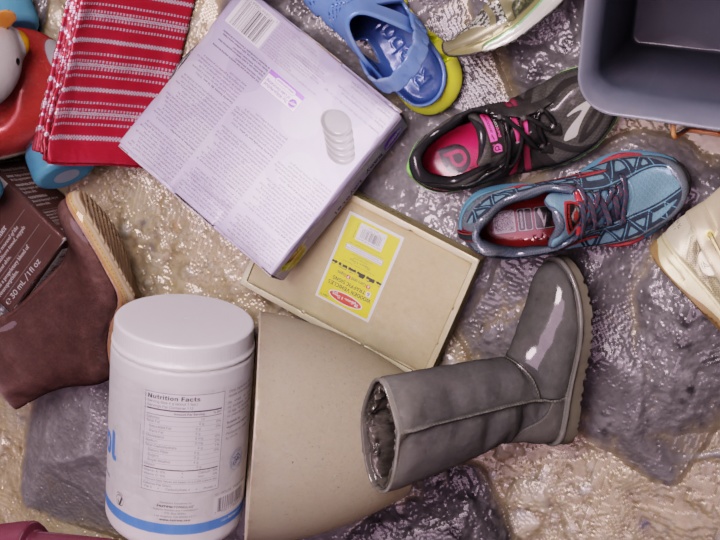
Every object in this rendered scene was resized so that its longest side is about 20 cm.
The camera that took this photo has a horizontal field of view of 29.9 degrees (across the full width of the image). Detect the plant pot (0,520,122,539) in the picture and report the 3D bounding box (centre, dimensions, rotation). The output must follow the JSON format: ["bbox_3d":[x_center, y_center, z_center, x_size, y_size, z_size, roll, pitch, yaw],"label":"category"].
[{"bbox_3d":[-0.266,0.334,1.277,0.177,0.200,0.203,-5,96,2],"label":"plant pot"}]

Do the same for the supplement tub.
[{"bbox_3d":[-0.165,0.137,1.224,0.130,0.132,0.202,11,109,16],"label":"supplement tub"}]

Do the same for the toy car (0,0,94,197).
[{"bbox_3d":[-0.326,-0.179,1.178,0.175,0.200,0.186,-19,77,-22],"label":"toy car"}]

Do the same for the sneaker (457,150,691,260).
[{"bbox_3d":[0.179,-0.043,1.116,0.198,0.096,0.080,-15,99,10],"label":"sneaker"}]

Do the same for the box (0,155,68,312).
[{"bbox_3d":[-0.361,-0.065,1.302,0.200,0.075,0.100,43,108,9],"label":"box"}]

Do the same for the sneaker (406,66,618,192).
[{"bbox_3d":[0.129,-0.112,1.135,0.198,0.084,0.077,-24,91,19],"label":"sneaker"}]

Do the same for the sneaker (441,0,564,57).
[{"bbox_3d":[0.138,-0.254,1.113,0.199,0.077,0.089,-37,97,11],"label":"sneaker"}]

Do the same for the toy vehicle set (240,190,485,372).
[{"bbox_3d":[0.000,0.000,1.221,0.199,0.026,0.125,28,105,12],"label":"toy vehicle set"}]

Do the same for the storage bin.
[{"bbox_3d":[0.281,-0.181,1.047,0.198,0.134,0.147,10,116,17],"label":"storage bin"}]

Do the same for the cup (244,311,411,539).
[{"bbox_3d":[-0.026,0.141,1.180,0.141,0.200,0.203,4,100,-6],"label":"cup"}]

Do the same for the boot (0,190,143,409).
[{"bbox_3d":[-0.287,0.034,1.244,0.165,0.073,0.201,-19,125,0],"label":"boot"}]

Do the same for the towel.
[{"bbox_3d":[-0.212,-0.189,1.202,0.022,0.144,0.202,24,105,35],"label":"towel"}]

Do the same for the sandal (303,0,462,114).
[{"bbox_3d":[0.007,-0.219,1.158,0.200,0.087,0.080,46,110,8],"label":"sandal"}]

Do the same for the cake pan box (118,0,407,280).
[{"bbox_3d":[-0.089,-0.123,1.195,0.199,0.052,0.185,39,90,11],"label":"cake pan box"}]

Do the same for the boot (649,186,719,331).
[{"bbox_3d":[0.354,-0.002,1.085,0.200,0.073,0.156,46,111,12],"label":"boot"}]

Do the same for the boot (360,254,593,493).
[{"bbox_3d":[0.095,0.083,1.120,0.198,0.072,0.184,-3,98,-25],"label":"boot"}]
